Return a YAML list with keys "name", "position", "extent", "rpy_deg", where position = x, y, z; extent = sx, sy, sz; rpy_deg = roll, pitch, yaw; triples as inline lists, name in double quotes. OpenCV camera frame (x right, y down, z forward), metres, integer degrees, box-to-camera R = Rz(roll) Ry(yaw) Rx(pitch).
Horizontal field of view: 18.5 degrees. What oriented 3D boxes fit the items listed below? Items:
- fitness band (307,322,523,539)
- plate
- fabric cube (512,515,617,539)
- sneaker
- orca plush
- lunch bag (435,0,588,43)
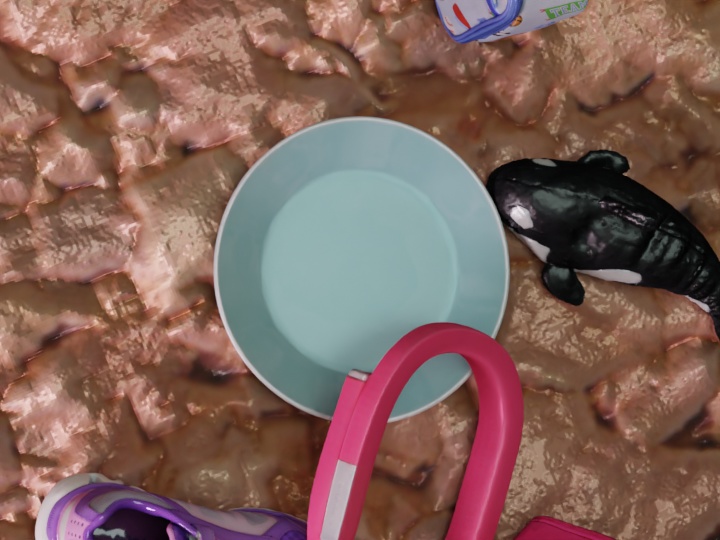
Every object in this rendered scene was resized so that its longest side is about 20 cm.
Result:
- name: "fitness band"
  position: [0.036, 0.131, 1.417]
  extent: [0.143, 0.037, 0.201]
  rpy_deg: [18, 89, -42]
- name: "plate"
  position: [0.000, 0.000, 1.451]
  extent: [0.199, 0.026, 0.202]
  rpy_deg: [0, 88, -13]
- name: "fabric cube"
  position: [0.132, 0.298, 1.381]
  extent: [0.199, 0.196, 0.200]
  rpy_deg: [-45, 98, -9]
- name: "sneaker"
  position: [-0.102, 0.180, 1.387]
  extent: [0.199, 0.088, 0.081]
  rpy_deg: [14, 82, -15]
- name: "orca plush"
  position: [0.179, -0.015, 1.469]
  extent: [0.200, 0.071, 0.105]
  rpy_deg: [41, 80, -8]
- name: "lunch bag"
  position: [0.088, -0.252, 1.414]
  extent: [0.075, 0.160, 0.202]
  rpy_deg: [-9, 90, -13]
